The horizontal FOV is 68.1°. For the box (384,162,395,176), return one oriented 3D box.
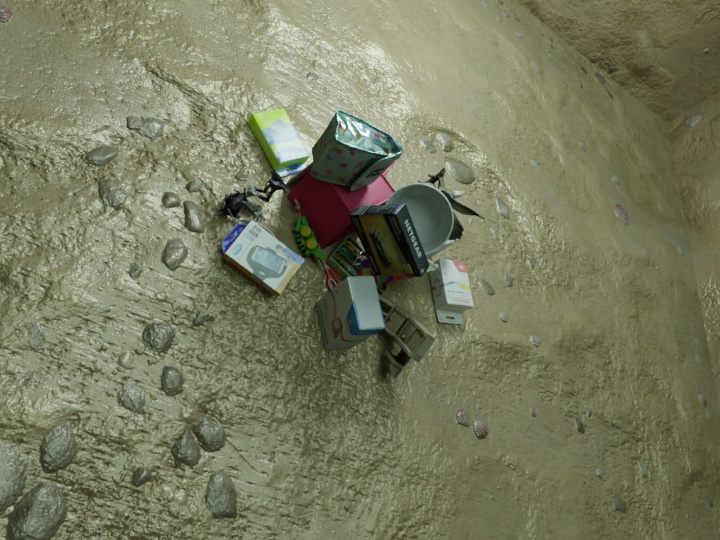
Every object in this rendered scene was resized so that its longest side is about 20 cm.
[{"bbox_3d":[0.038,-0.337,1.747,0.095,0.100,0.200,42,51,-10],"label":"box"}]

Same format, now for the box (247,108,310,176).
[{"bbox_3d":[-0.242,-0.389,1.619,0.122,0.048,0.200,-24,82,-39],"label":"box"}]

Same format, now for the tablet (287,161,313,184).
[{"bbox_3d":[-0.122,-0.311,1.561,0.130,0.200,0.014,-34,97,-39],"label":"tablet"}]

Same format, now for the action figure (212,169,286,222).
[{"bbox_3d":[-0.292,-0.182,1.435,0.102,0.200,0.119,58,6,-36],"label":"action figure"}]

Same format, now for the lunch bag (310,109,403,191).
[{"bbox_3d":[-0.009,-0.299,1.393,0.200,0.170,0.122,16,59,-24],"label":"lunch bag"}]

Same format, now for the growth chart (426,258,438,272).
[{"bbox_3d":[0.156,-0.037,1.555,0.145,0.018,0.200,37,17,15],"label":"growth chart"}]

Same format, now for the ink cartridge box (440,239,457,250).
[{"bbox_3d":[0.186,-0.139,1.719,0.147,0.145,0.200,-21,80,-40],"label":"ink cartridge box"}]

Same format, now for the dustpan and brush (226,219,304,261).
[{"bbox_3d":[-0.248,-0.055,1.441,0.200,0.057,0.140,24,56,-22],"label":"dustpan and brush"}]

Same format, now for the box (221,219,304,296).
[{"bbox_3d":[-0.259,-0.038,1.388,0.200,0.041,0.119,38,65,-12],"label":"box"}]

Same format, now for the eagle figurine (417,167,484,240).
[{"bbox_3d":[0.262,-0.200,1.594,0.200,0.151,0.152,67,10,12],"label":"eagle figurine"}]

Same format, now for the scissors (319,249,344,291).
[{"bbox_3d":[-0.101,-0.008,1.548,0.073,0.014,0.200,-38,93,-39],"label":"scissors"}]

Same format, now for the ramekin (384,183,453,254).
[{"bbox_3d":[0.162,-0.143,1.508,0.200,0.200,0.105,53,10,-1],"label":"ramekin"}]

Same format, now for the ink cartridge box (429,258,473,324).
[{"bbox_3d":[0.299,0.070,1.744,0.116,0.067,0.200,7,64,-31],"label":"ink cartridge box"}]

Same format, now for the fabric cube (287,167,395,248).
[{"bbox_3d":[-0.054,-0.219,1.564,0.200,0.199,0.196,-32,86,-40],"label":"fabric cube"}]

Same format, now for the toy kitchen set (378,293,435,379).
[{"bbox_3d":[0.066,0.180,1.479,0.180,0.200,0.163,33,95,-20],"label":"toy kitchen set"}]

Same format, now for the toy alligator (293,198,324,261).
[{"bbox_3d":[-0.166,-0.108,1.531,0.054,0.059,0.200,-26,82,1],"label":"toy alligator"}]

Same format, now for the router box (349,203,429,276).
[{"bbox_3d":[0.077,-0.077,1.409,0.052,0.157,0.200,-49,126,-36],"label":"router box"}]

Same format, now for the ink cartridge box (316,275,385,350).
[{"bbox_3d":[-0.031,0.118,1.416,0.084,0.200,0.145,-2,68,-30],"label":"ink cartridge box"}]

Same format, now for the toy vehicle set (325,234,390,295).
[{"bbox_3d":[0.000,0.000,1.596,0.200,0.027,0.124,44,46,-9],"label":"toy vehicle set"}]

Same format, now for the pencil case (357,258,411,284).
[{"bbox_3d":[0.085,-0.005,1.585,0.200,0.088,0.089,-10,73,-44],"label":"pencil case"}]
